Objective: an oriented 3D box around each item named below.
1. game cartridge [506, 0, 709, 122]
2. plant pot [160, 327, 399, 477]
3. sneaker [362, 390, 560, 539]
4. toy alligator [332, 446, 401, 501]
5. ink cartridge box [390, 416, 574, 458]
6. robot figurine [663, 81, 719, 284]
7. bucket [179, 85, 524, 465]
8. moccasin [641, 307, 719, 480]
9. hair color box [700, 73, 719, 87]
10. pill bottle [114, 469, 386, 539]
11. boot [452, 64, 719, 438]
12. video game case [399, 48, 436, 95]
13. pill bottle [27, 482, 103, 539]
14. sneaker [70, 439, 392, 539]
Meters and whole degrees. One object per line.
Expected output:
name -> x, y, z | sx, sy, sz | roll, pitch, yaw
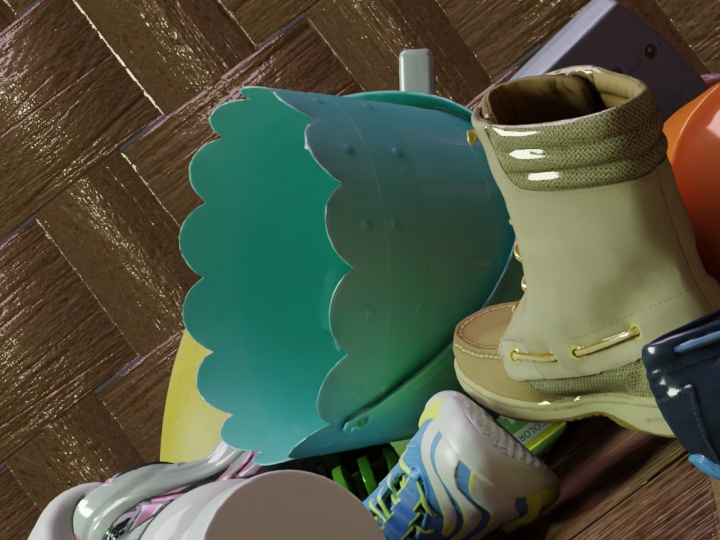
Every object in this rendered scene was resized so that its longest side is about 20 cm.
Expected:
game cartridge -> 0.163, -0.063, 1.361 | 0.133, 0.200, 0.041 | -41, 31, -5
plant pot -> -0.050, 0.086, 1.500 | 0.198, 0.143, 0.200 | -13, -21, -5
sneaker -> 0.037, 0.120, 1.080 | 0.105, 0.076, 0.200 | -49, -7, -4
toy alligator -> -0.019, 0.136, 1.215 | 0.199, 0.055, 0.059 | -21, 29, 0
ink cartridge box -> 0.082, 0.083, 1.340 | 0.104, 0.059, 0.200 | -37, 0, 22
robot figurine -> 0.188, -0.032, 1.012 | 0.143, 0.117, 0.200 | -35, -1, -4
bucket -> 0.000, 0.000, 1.209 | 0.134, 0.209, 0.207 | -2, -19, -28
moccasin -> 0.188, -0.006, 0.796 | 0.200, 0.068, 0.080 | -37, 0, -11
hair color box -> 0.160, -0.054, 1.434 | 0.199, 0.112, 0.064 | -15, 7, -19
pill bottle -> -0.066, 0.162, 1.039 | 0.116, 0.116, 0.200 | -37, 0, -31
boot -> 0.085, -0.011, 0.980 | 0.073, 0.156, 0.200 | -32, 17, -23
video game case -> 0.040, -0.030, 1.393 | 0.023, 0.202, 0.182 | -3, 0, 2
pill bottle -> -0.181, 0.237, 1.405 | 0.114, 0.114, 0.201 | -37, -17, -51
sneaker -> -0.063, 0.144, 1.319 | 0.199, 0.087, 0.081 | -27, -38, -10
